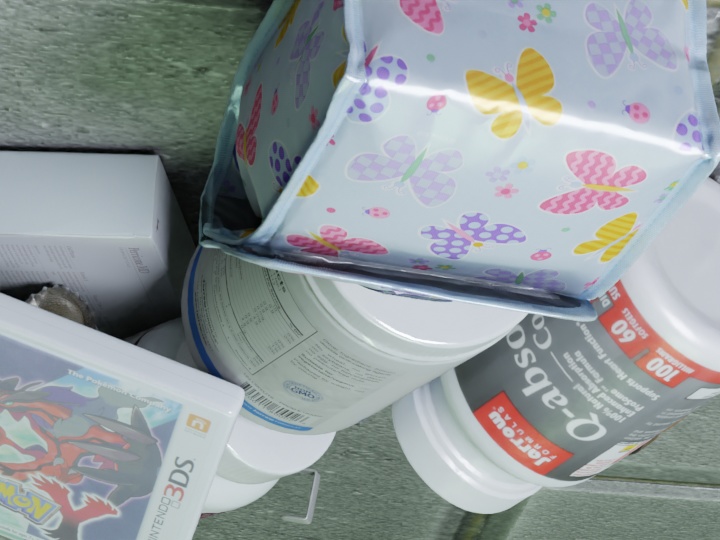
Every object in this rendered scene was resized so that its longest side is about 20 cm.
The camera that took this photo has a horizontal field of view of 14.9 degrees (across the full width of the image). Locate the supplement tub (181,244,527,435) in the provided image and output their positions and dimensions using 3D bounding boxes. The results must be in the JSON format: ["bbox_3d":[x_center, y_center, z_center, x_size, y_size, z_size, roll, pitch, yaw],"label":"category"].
[{"bbox_3d":[0.000,0.000,1.354,0.132,0.132,0.200,10,161,-20],"label":"supplement tub"}]

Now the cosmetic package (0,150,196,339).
[{"bbox_3d":[-0.170,-0.010,1.487,0.150,0.052,0.200,4,163,5],"label":"cosmetic package"}]

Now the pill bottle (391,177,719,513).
[{"bbox_3d":[0.113,0.041,1.408,0.116,0.116,0.200,15,141,-34],"label":"pill bottle"}]

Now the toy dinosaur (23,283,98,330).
[{"bbox_3d":[-0.214,0.041,1.483,0.200,0.077,0.102,10,136,14],"label":"toy dinosaur"}]

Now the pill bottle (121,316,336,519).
[{"bbox_3d":[-0.104,0.085,1.520,0.109,0.110,0.200,15,158,-34],"label":"pill bottle"}]

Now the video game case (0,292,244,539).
[{"bbox_3d":[-0.173,0.084,1.435,0.200,0.023,0.182,22,139,0],"label":"video game case"}]

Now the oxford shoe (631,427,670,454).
[{"bbox_3d":[0.193,0.037,1.578,0.071,0.071,0.200,-29,169,-26],"label":"oxford shoe"}]

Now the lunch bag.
[{"bbox_3d":[0.037,-0.049,1.160,0.169,0.127,0.200,10,150,-18],"label":"lunch bag"}]

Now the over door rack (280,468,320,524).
[{"bbox_3d":[-0.120,0.082,1.720,0.200,0.067,0.148,21,167,16],"label":"over door rack"}]
